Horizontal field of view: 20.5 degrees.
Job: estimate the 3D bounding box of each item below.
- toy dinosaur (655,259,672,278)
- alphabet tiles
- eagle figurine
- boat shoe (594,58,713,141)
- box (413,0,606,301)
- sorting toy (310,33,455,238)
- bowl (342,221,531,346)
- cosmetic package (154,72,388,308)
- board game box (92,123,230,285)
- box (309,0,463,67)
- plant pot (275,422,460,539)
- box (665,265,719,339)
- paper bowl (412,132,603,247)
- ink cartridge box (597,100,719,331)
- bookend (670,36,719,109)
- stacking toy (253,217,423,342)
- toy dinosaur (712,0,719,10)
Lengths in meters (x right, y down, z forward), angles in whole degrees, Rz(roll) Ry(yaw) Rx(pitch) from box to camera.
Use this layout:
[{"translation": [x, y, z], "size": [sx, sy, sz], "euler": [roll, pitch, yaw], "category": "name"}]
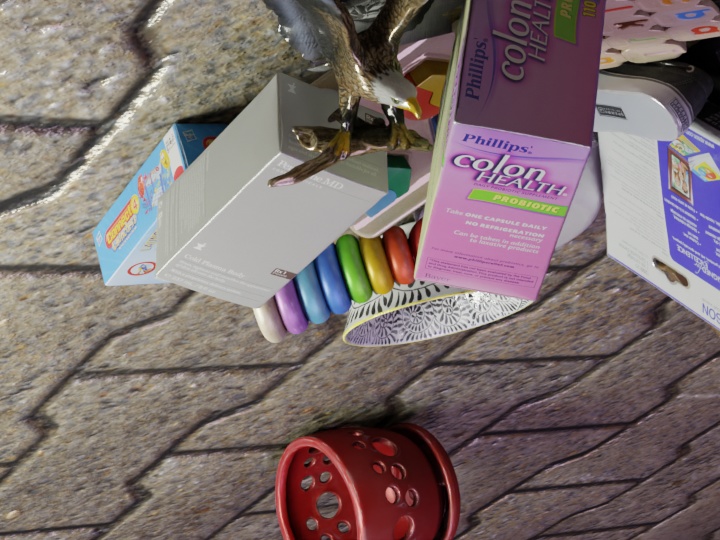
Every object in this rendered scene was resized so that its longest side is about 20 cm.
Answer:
[{"translation": [0.394, -0.036, 2.173], "size": [0.135, 0.086, 0.200], "euler": [-13, 174, 15], "category": "toy dinosaur"}, {"translation": [0.179, -0.191, 1.535], "size": [0.195, 0.015, 0.200], "euler": [-6, 167, 25], "category": "alphabet tiles"}, {"translation": [0.006, -0.164, 1.421], "size": [0.152, 0.151, 0.201], "euler": [-49, 147, -41], "category": "eagle figurine"}, {"translation": [0.213, -0.155, 1.669], "size": [0.057, 0.200, 0.069], "euler": [-43, 127, -19], "category": "boat shoe"}, {"translation": [0.108, -0.109, 1.432], "size": [0.096, 0.176, 0.200], "euler": [10, 147, 0], "category": "box"}, {"translation": [0.034, -0.116, 1.671], "size": [0.185, 0.037, 0.200], "euler": [-34, 144, 9], "category": "sorting toy"}, {"translation": [0.071, 0.004, 1.986], "size": [0.200, 0.095, 0.201], "euler": [-11, 167, -3], "category": "bowl"}, {"translation": [-0.073, -0.060, 1.590], "size": [0.107, 0.090, 0.200], "euler": [18, 144, -27], "category": "cosmetic package"}, {"translation": [-0.111, -0.058, 1.771], "size": [0.195, 0.056, 0.200], "euler": [-2, 154, -32], "category": "board game box"}, {"translation": [0.049, -0.231, 1.482], "size": [0.199, 0.048, 0.158], "euler": [-14, 158, -6], "category": "box"}, {"translation": [0.017, 0.291, 2.526], "size": [0.182, 0.201, 0.200], "euler": [-11, 159, -32], "category": "plant pot"}, {"translation": [0.428, -0.026, 2.091], "size": [0.200, 0.021, 0.164], "euler": [-46, 128, -2], "category": "box"}, {"translation": [0.145, -0.079, 1.846], "size": [0.200, 0.105, 0.201], "euler": [-14, 157, -6], "category": "paper bowl"}, {"translation": [0.277, -0.065, 1.725], "size": [0.043, 0.198, 0.201], "euler": [-23, 125, -21], "category": "ink cartridge box"}, {"translation": [0.341, -0.108, 1.715], "size": [0.092, 0.199, 0.200], "euler": [-24, 177, -19], "category": "bookend"}, {"translation": [0.000, 0.000, 1.788], "size": [0.199, 0.086, 0.085], "euler": [-15, 159, 4], "category": "stacking toy"}, {"translation": [0.241, -0.238, 1.589], "size": [0.135, 0.103, 0.200], "euler": [-11, -176, 25], "category": "toy dinosaur"}]
